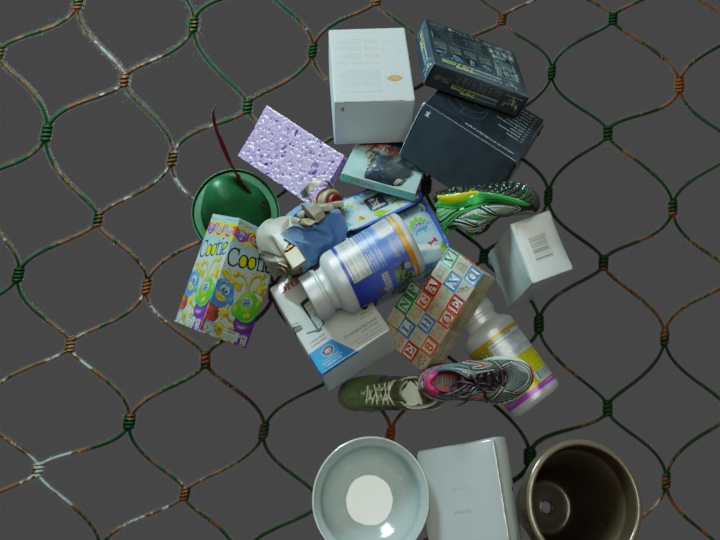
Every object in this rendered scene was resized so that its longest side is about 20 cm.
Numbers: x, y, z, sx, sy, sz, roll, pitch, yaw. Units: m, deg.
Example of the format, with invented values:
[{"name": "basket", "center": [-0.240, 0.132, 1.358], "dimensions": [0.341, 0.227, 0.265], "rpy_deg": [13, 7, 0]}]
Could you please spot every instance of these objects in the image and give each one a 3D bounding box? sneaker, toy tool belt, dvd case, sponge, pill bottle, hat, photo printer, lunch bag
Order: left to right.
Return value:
[{"name": "hat", "center": [-0.240, -0.139, 1.618], "dimensions": [0.200, 0.176, 0.166], "rpy_deg": [43, 77, 9]}, {"name": "sponge", "center": [-0.129, -0.212, 1.685], "dimensions": [0.198, 0.030, 0.113], "rpy_deg": [35, 92, 21]}, {"name": "toy tool belt", "center": [-0.076, -0.069, 1.545], "dimensions": [0.200, 0.122, 0.126], "rpy_deg": [-44, 120, -26]}, {"name": "pill bottle", "center": [0.000, 0.000, 1.505], "dimensions": [0.197, 0.112, 0.113], "rpy_deg": [-30, 78, -5]}, {"name": "lunch bag", "center": [0.051, -0.066, 1.644], "dimensions": [0.167, 0.128, 0.203], "rpy_deg": [-23, 67, -10]}, {"name": "dvd case", "center": [0.056, -0.211, 1.675], "dimensions": [0.143, 0.022, 0.202], "rpy_deg": [16, 41, 7]}, {"name": "sneaker", "center": [0.058, 0.212, 1.580], "dimensions": [0.195, 0.090, 0.069], "rpy_deg": [1, 75, -2]}, {"name": "photo printer", "center": [0.183, 0.395, 1.515], "dimensions": [0.164, 0.069, 0.205], "rpy_deg": [-15, 73, 29]}, {"name": "sneaker", "center": [0.195, 0.190, 1.508], "dimensions": [0.195, 0.075, 0.083], "rpy_deg": [-6, 84, -2]}, {"name": "sneaker", "center": [0.220, -0.104, 1.546], "dimensions": [0.078, 0.197, 0.087], "rpy_deg": [-26, 110, -48]}, {"name": "pill bottle", "center": [0.255, 0.151, 1.598], "dimensions": [0.103, 0.104, 0.202], "rpy_deg": [-33, 78, -10]}]

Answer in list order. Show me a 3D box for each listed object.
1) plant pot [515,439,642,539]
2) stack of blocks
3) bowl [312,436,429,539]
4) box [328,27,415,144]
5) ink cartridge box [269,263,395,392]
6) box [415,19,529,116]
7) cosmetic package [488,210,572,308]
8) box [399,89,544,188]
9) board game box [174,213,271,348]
[{"name": "plant pot", "center": [0.336, 0.391, 1.492], "dimensions": [0.195, 0.175, 0.205], "rpy_deg": [4, 73, -12]}, {"name": "stack of blocks", "center": [0.133, 0.064, 1.584], "dimensions": [0.115, 0.058, 0.202], "rpy_deg": [37, 100, 31]}, {"name": "bowl", "center": [0.015, 0.389, 1.530], "dimensions": [0.196, 0.091, 0.206], "rpy_deg": [1, 75, -2]}, {"name": "box", "center": [0.017, -0.348, 1.692], "dimensions": [0.148, 0.107, 0.203], "rpy_deg": [-2, 54, -3]}, {"name": "ink cartridge box", "center": [-0.051, 0.084, 1.583], "dimensions": [0.144, 0.085, 0.201], "rpy_deg": [-32, 61, -7]}, {"name": "box", "center": [0.203, -0.372, 1.653], "dimensions": [0.196, 0.051, 0.160], "rpy_deg": [14, 41, -18]}, {"name": "cosmetic package", "center": [0.296, -0.015, 1.596], "dimensions": [0.079, 0.200, 0.115], "rpy_deg": [-18, 79, -6]}, {"name": "box", "center": [0.207, -0.243, 1.650], "dimensions": [0.198, 0.125, 0.197], "rpy_deg": [33, 37, 7]}, {"name": "board game box", "center": [-0.230, 0.017, 1.580], "dimensions": [0.104, 0.102, 0.204], "rpy_deg": [23, 83, -36]}]
